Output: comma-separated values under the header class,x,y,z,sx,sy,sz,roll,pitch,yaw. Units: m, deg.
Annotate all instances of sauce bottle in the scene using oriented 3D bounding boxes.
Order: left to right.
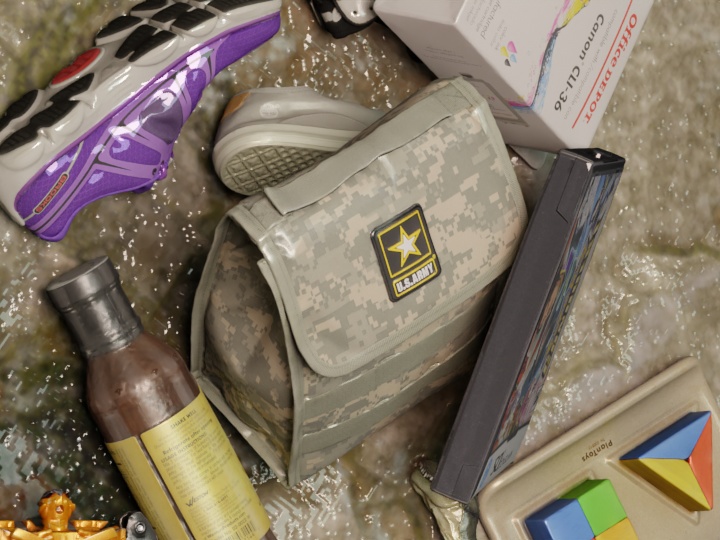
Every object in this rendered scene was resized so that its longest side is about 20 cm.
class,x,y,z,sx,sy,sz,roll,pitch,yaw
sauce bottle,-0.113,0.088,1.410,0.065,0.065,0.201,-30,102,-24

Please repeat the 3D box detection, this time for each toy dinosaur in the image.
class,x,y,z,sx,sy,sz,roll,pitch,yaw
toy dinosaur,0.049,0.217,1.498,0.088,0.047,0.201,-16,98,-33

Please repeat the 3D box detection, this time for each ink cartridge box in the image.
class,x,y,z,sx,sy,sz,roll,pitch,yaw
ink cartridge box,0.103,-0.148,1.484,0.200,0.067,0.117,40,70,-48

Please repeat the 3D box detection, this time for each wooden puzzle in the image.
class,x,y,z,sx,sy,sz,roll,pitch,yaw
wooden puzzle,0.187,0.180,1.566,0.185,0.046,0.201,-29,101,-25

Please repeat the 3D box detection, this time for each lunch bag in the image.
class,x,y,z,sx,sy,sz,roll,pitch,yaw
lunch bag,0.000,0.000,1.387,0.164,0.201,0.118,-32,62,-24

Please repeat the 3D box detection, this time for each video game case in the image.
class,x,y,z,sx,sy,sz,roll,pitch,yaw
video game case,0.100,0.027,1.437,0.025,0.181,0.201,22,97,10

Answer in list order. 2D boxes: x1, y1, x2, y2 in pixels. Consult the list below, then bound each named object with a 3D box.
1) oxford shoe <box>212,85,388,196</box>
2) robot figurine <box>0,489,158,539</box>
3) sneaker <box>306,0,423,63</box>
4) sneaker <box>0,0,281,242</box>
class,x,y,z,sx,sy,sz,roll,pitch,yaw
oxford shoe,0.003,-0.072,1.477,0.199,0.075,0.058,8,49,-28
robot figurine,-0.175,0.221,1.378,0.144,0.058,0.202,4,87,-27
sneaker,-0.015,-0.184,1.463,0.199,0.076,0.088,20,79,-24
sneaker,-0.124,-0.092,1.419,0.200,0.081,0.084,-38,121,-15
